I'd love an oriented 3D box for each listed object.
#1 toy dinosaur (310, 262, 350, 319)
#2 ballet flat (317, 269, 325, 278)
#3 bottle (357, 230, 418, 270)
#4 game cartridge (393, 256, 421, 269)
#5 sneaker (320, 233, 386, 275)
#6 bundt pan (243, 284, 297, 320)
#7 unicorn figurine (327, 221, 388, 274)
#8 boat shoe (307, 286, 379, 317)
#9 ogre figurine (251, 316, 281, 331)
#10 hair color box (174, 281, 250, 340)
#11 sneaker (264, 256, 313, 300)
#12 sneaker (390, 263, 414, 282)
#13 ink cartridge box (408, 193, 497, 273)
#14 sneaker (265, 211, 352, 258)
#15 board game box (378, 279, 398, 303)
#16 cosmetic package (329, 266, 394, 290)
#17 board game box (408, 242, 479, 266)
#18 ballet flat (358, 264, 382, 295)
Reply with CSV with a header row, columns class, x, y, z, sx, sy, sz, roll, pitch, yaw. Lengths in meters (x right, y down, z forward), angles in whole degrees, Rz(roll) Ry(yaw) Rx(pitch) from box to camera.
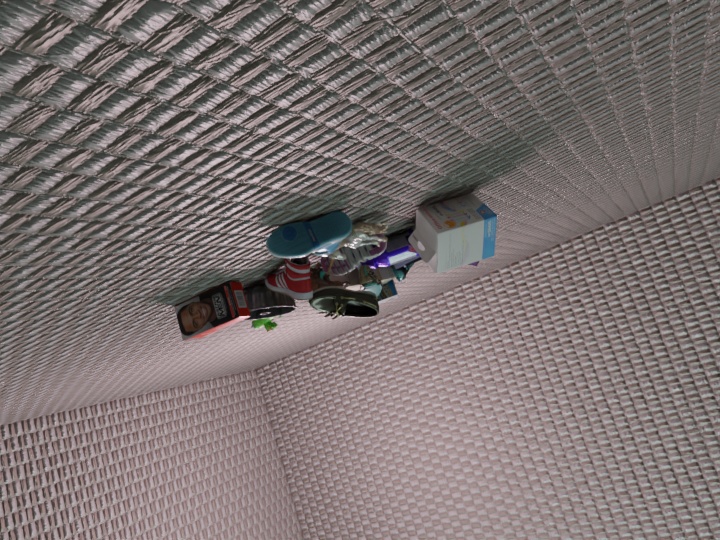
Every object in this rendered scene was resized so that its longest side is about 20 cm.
class,x,y,z,sx,sy,sz,roll,pitch,yaw
toy dinosaur,-0.114,0.063,1.708,0.196,0.138,0.086,20,-164,-15
ballet flat,-0.128,0.027,1.872,0.195,0.071,0.071,-12,-170,-8
bottle,0.079,-0.053,1.764,0.196,0.066,0.084,-20,-146,-3
game cartridge,0.196,-0.076,1.844,0.198,0.039,0.130,-26,-158,33
sneaker,-0.013,-0.045,1.667,0.197,0.082,0.088,-23,177,12
bundt pan,-0.287,0.090,1.798,0.197,0.078,0.202,-10,170,-2
unicorn figurine,-0.008,-0.078,1.541,0.134,0.075,0.201,-5,151,-19
boat shoe,-0.044,0.090,1.645,0.197,0.061,0.073,3,128,-16
ogre figurine,-0.302,0.144,2.066,0.198,0.100,0.119,-8,-161,47
hair color box,-0.406,0.113,1.669,0.197,0.104,0.061,-24,169,20
sneaker,-0.194,0.004,1.643,0.070,0.115,0.198,-13,-161,-39
sneaker,0.138,-0.030,1.952,0.090,0.078,0.201,-32,-165,12
ink cartridge box,0.233,-0.094,1.574,0.196,0.129,0.127,-16,129,-16
sneaker,-0.120,-0.060,1.372,0.196,0.081,0.131,-15,168,-17
board game box,0.008,0.046,1.961,0.196,0.151,0.064,-20,168,4
cosmetic package,0.000,0.000,1.836,0.197,0.107,0.071,-12,166,-43
board game box,0.243,-0.073,1.674,0.196,0.033,0.121,13,-135,23
ballet flat,0.024,0.024,1.717,0.066,0.077,0.200,-15,165,1
